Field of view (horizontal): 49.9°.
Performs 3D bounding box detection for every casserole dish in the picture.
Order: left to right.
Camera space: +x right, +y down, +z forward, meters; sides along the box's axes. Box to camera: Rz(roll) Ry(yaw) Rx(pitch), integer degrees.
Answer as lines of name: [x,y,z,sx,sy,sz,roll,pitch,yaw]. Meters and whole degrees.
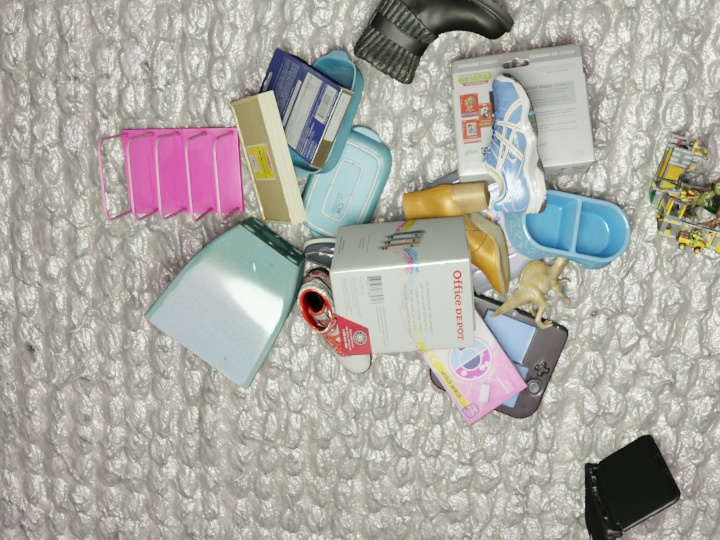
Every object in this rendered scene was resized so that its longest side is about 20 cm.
casserole dish: [-0.053,-0.235,1.192,0.038,0.120,0.203,16,97,-43]
casserole dish: [-0.028,-0.132,1.247,0.120,0.039,0.202,24,108,0]

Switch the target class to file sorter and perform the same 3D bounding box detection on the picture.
file sorter: [-0.301,-0.150,1.236,0.196,0.126,0.142,0,106,7]

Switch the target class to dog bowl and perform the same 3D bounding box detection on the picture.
dog bowl: [0.326,-0.067,1.197,0.196,0.050,0.114,11,86,-9]

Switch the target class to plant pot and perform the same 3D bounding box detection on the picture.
plant pot: [-0.191,0.030,1.248,0.195,0.196,0.201,36,99,-4]

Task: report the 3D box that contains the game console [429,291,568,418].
game console: [0.229,0.144,1.307,0.197,0.031,0.179,20,107,0]

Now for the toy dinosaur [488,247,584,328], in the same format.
toy dinosaur: [0.279,0.038,1.242,0.199,0.058,0.102,-36,116,-14]

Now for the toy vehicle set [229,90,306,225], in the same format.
toy vehicle set: [-0.146,-0.173,1.217,0.026,0.124,0.203,-21,106,-26]

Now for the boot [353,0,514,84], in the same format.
boot: [0.107,-0.348,1.155,0.209,0.079,0.160,26,101,10]

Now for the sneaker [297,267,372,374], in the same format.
sneaker: [-0.046,0.101,1.286,0.066,0.108,0.204,-22,102,12]

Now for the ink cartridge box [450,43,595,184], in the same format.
ink cartridge box: [0.238,-0.229,1.161,0.196,0.084,0.179,-5,84,8]

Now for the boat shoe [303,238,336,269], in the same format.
boat shoe: [0.000,0.000,1.256,0.197,0.075,0.063,16,71,-14]

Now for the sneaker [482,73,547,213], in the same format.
sneaker: [0.206,-0.176,1.079,0.076,0.076,0.204,-10,82,2]

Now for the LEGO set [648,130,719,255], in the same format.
LEGO set: [0.499,-0.120,1.120,0.152,0.200,0.117,21,125,14]

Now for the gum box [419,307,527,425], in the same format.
gum box: [0.174,0.140,1.265,0.113,0.066,0.201,-34,95,9]

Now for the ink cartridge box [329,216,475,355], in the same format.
ink cartridge box: [0.066,0.021,1.134,0.196,0.145,0.148,-4,118,7]

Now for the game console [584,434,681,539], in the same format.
game console: [0.438,0.392,1.263,0.114,0.200,0.179,-3,106,8]

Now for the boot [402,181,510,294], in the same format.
boot: [0.150,-0.045,1.217,0.142,0.071,0.204,-8,119,25]

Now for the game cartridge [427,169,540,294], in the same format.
game cartridge: [0.207,-0.075,1.246,0.132,0.042,0.202,-24,102,17]

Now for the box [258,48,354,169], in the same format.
box: [-0.094,-0.252,1.182,0.032,0.200,0.123,8,115,-43]
